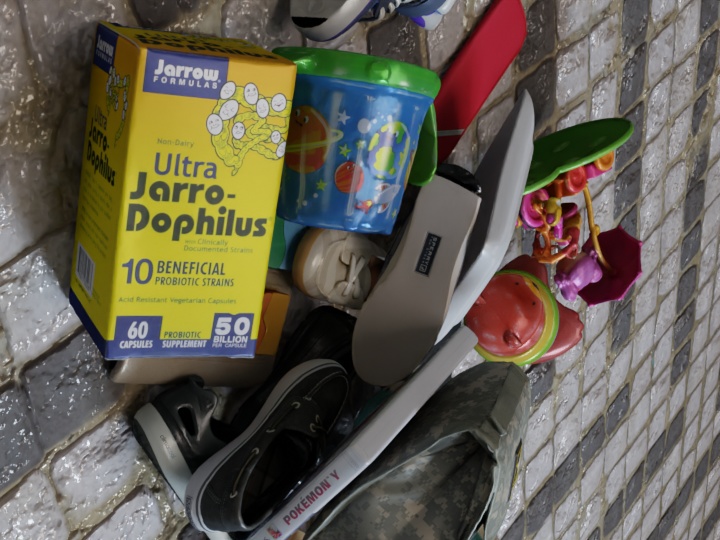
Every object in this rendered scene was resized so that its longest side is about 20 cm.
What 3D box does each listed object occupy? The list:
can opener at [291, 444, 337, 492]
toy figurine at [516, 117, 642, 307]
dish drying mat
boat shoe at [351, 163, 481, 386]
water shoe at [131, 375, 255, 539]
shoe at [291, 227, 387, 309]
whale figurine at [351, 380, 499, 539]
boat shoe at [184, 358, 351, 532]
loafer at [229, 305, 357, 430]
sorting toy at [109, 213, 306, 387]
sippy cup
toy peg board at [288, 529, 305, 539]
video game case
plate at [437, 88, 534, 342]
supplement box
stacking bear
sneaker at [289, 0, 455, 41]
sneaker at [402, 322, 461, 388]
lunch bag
[{"bbox_3d":[-0.036,0.209,1.115,0.067,0.054,0.200,-35,150,13],"label":"can opener"},{"bbox_3d":[0.238,-0.042,1.224,0.199,0.149,0.186,-35,111,-37],"label":"toy figurine"},{"bbox_3d":[0.114,-0.194,1.133,0.201,0.018,0.077,-56,144,-21],"label":"dish drying mat"},{"bbox_3d":[0.056,0.005,0.995,0.202,0.074,0.093,-64,173,6],"label":"boat shoe"},{"bbox_3d":[-0.109,0.174,0.921,0.079,0.071,0.201,-36,128,-13],"label":"water shoe"},{"bbox_3d":[0.000,0.000,1.012,0.200,0.053,0.071,17,87,-66],"label":"shoe"},{"bbox_3d":[0.061,0.210,1.094,0.103,0.159,0.202,-30,97,-18],"label":"whale figurine"},{"bbox_3d":[-0.059,0.142,0.898,0.200,0.056,0.069,-43,125,-43],"label":"boat shoe"},{"bbox_3d":[-0.059,0.125,0.998,0.202,0.070,0.068,-56,144,-11],"label":"loafer"},{"bbox_3d":[-0.105,0.001,0.902,0.184,0.036,0.203,11,98,-57],"label":"sorting toy"},{"bbox_3d":[-0.012,-0.098,0.879,0.175,0.140,0.132,7,95,-12],"label":"sippy cup"},{"bbox_3d":[-0.087,0.348,1.058,0.202,0.097,0.199,-61,146,-12],"label":"toy peg board"},{"bbox_3d":[-0.001,0.142,0.919,0.182,0.023,0.200,-48,175,38],"label":"video game case"},{"bbox_3d":[0.115,-0.040,1.068,0.200,0.032,0.202,116,-6,-55],"label":"plate"},{"bbox_3d":[-0.123,-0.053,0.751,0.107,0.109,0.203,1,108,-28],"label":"supplement box"},{"bbox_3d":[0.162,0.048,1.201,0.113,0.122,0.200,-35,168,10],"label":"stacking bear"},{"bbox_3d":[0.030,-0.233,0.933,0.202,0.080,0.147,-63,143,-21],"label":"sneaker"},{"bbox_3d":[0.080,0.109,1.194,0.107,0.074,0.201,-52,143,-29],"label":"sneaker"},{"bbox_3d":[0.067,0.175,0.933,0.200,0.118,0.164,-47,177,23],"label":"lunch bag"}]
